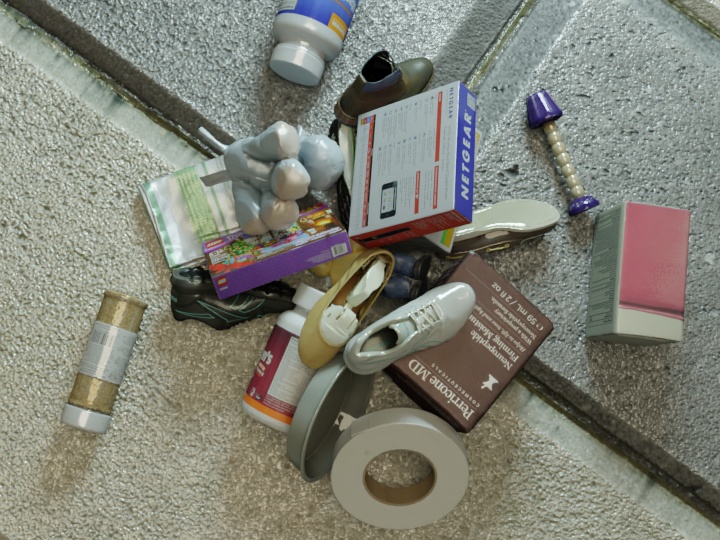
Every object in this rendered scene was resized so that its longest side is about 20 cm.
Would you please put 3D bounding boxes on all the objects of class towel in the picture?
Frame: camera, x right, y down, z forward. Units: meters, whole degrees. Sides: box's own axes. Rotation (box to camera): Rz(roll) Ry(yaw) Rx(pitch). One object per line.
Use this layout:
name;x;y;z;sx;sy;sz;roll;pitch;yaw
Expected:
towel;-0.220;-0.096;1.452;0.199;0.031;0.150;-21;86;-9

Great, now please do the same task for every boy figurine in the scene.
boy figurine;0.000;0.000;1.421;0.198;0.064;0.125;11;111;18

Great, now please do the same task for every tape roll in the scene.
tape roll;0.055;0.285;1.368;0.201;0.037;0.204;0;120;0

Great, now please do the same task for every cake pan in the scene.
cake pan;-0.043;0.201;1.357;0.037;0.200;0.201;23;79;20

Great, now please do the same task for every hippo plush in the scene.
hippo plush;-0.112;-0.135;1.408;0.160;0.199;0.161;-8;98;-50

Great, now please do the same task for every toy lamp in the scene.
toy lamp;0.314;-0.186;1.510;0.058;0.058;0.202;-20;86;-8

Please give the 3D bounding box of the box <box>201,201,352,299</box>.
box;-0.124;-0.032;1.381;0.198;0.137;0.039;-20;115;-8

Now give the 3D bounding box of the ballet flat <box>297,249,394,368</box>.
ballet flat;-0.018;0.045;1.310;0.069;0.063;0.201;40;65;-17

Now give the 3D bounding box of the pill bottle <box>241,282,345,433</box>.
pill bottle;-0.086;0.127;1.382;0.109;0.110;0.201;23;90;-2

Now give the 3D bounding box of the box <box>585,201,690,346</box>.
box;0.421;0.009;1.457;0.108;0.128;0.202;7;82;-6

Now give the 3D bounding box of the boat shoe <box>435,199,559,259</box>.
boat shoe;0.210;-0.060;1.479;0.198;0.060;0.072;-11;43;-11

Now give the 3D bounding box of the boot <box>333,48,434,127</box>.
boot;0.053;-0.292;1.453;0.200;0.097;0.075;-36;80;-29

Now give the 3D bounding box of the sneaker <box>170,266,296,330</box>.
sneaker;-0.186;0.046;1.427;0.198;0.075;0.080;8;109;-10

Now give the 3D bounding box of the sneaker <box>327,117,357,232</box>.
sneaker;0.010;-0.138;1.465;0.088;0.077;0.202;-8;85;-16

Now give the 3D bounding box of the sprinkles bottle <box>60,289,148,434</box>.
sprinkles bottle;-0.370;0.131;1.385;0.068;0.068;0.202;17;81;-3

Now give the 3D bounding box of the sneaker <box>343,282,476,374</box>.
sneaker;0.071;0.077;1.271;0.199;0.080;0.071;-30;82;-9

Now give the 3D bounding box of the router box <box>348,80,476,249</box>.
router box;0.072;-0.145;1.340;0.178;0.049;0.202;-12;62;36

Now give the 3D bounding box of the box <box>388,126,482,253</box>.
box;0.091;-0.139;1.428;0.101;0.112;0.202;30;71;-46

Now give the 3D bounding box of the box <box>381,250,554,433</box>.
box;0.144;0.107;1.395;0.166;0.164;0.200;41;80;1

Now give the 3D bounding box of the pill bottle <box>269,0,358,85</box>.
pill bottle;-0.068;-0.392;1.467;0.111;0.112;0.202;19;81;-3
